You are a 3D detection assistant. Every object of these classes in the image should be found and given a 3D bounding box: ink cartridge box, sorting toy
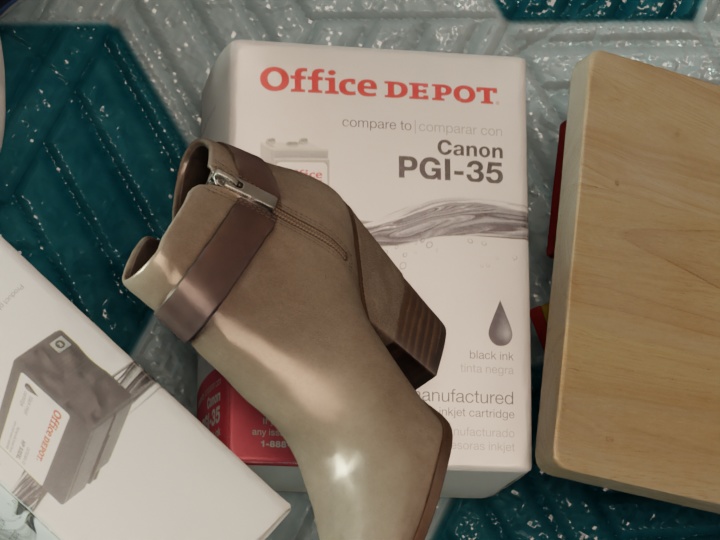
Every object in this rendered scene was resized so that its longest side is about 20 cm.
[{"bbox_3d":[-0.139,0.075,1.208,0.200,0.145,0.084,43,71,1],"label":"ink cartridge box"},{"bbox_3d":[0.170,0.022,1.315,0.200,0.070,0.199,14,71,-23],"label":"sorting toy"},{"bbox_3d":[0.000,0.000,1.291,0.146,0.083,0.200,3,76,-11],"label":"ink cartridge box"}]

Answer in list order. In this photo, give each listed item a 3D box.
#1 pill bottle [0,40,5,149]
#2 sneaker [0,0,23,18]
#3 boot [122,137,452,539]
[{"bbox_3d":[-0.264,-0.078,1.196,0.200,0.114,0.114,-7,76,13],"label":"pill bottle"},{"bbox_3d":[-0.215,-0.120,1.285,0.200,0.082,0.074,-31,96,2],"label":"sneaker"},{"bbox_3d":[-0.034,0.037,1.162,0.146,0.070,0.200,35,33,-20],"label":"boot"}]
